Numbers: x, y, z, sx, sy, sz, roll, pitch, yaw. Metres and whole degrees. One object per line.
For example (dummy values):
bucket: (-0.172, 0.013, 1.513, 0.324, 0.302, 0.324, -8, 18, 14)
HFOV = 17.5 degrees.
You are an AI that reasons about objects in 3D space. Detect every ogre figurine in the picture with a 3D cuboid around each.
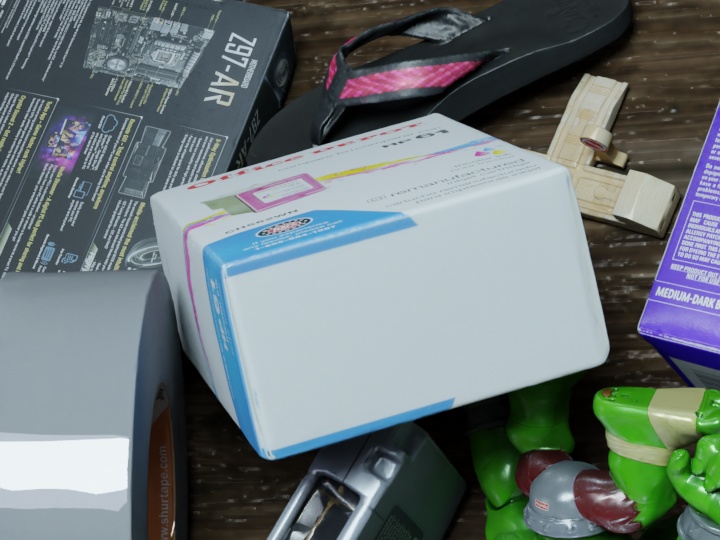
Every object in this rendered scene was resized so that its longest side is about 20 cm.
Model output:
ogre figurine: (0.097, 0.100, 0.961, 0.200, 0.098, 0.120, 13, 109, 38)

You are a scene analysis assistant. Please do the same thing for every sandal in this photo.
sandal: (0.031, -0.099, 1.102, 0.200, 0.045, 0.075, -28, 41, -2)

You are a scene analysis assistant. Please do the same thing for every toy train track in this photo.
toy train track: (0.053, -0.055, 1.104, 0.200, 0.033, 0.115, 16, 76, 30)

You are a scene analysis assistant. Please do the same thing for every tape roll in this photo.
tape roll: (-0.114, 0.100, 0.977, 0.066, 0.200, 0.201, 0, 67, 2)

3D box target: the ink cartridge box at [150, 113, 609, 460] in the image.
ink cartridge box: (0.000, 0.000, 0.980, 0.144, 0.200, 0.085, -16, 102, -10)

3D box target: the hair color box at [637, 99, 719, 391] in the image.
hair color box: (0.191, -0.039, 0.988, 0.065, 0.109, 0.200, 15, 75, 31)

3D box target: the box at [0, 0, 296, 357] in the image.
box: (-0.137, -0.053, 1.138, 0.160, 0.044, 0.200, 12, 61, 12)

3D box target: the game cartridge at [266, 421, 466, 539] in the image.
game cartridge: (-0.025, 0.157, 0.986, 0.042, 0.133, 0.200, 28, 80, 16)
